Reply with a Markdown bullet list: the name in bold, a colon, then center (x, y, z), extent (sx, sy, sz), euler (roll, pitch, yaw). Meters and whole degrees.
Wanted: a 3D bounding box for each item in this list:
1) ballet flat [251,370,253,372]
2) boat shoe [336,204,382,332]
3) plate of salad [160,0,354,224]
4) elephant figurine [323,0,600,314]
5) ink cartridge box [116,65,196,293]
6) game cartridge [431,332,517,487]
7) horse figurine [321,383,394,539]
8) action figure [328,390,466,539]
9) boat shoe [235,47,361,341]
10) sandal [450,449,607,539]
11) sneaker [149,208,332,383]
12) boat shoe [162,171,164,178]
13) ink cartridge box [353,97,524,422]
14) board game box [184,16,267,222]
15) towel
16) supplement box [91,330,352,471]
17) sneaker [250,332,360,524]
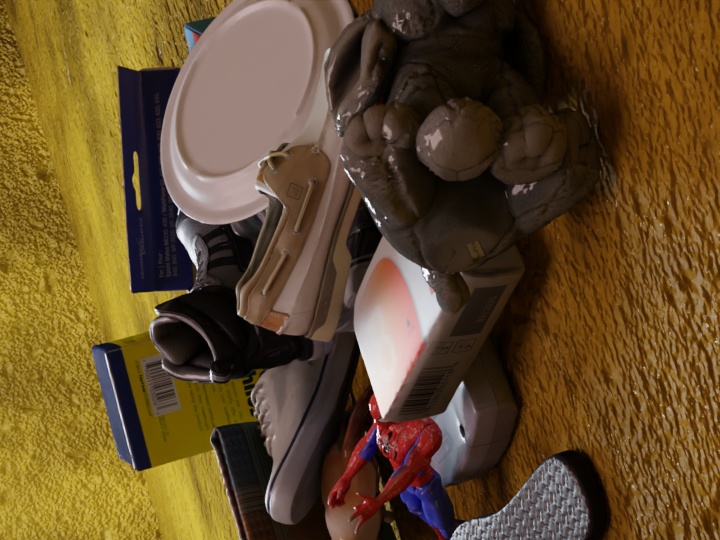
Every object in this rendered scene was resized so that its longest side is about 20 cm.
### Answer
- **ballet flat**: center (-0.071, 0.004, 1.434), extent (0.200, 0.067, 0.062), euler (-49, 40, 28)
- **boat shoe**: center (0.000, 0.000, 1.324), extent (0.200, 0.072, 0.071), euler (138, 127, -69)
- **plate of salad**: center (-0.071, -0.124, 1.321), extent (0.048, 0.200, 0.200), euler (28, -157, -42)
- **elephant figurine**: center (0.046, -0.112, 0.960), extent (0.141, 0.155, 0.200), euler (29, -141, -45)
- **ink cartridge box**: center (-0.155, -0.080, 1.623), extent (0.200, 0.047, 0.198), euler (-5, -88, -76)
- **game cartridge**: center (0.056, 0.077, 1.238), extent (0.200, 0.040, 0.134), euler (116, 140, -69)
- **horse figurine**: center (0.001, 0.184, 1.413), extent (0.133, 0.050, 0.201), euler (-51, -40, -72)
- **action figure**: center (0.023, 0.160, 1.202), extent (0.065, 0.099, 0.200), euler (31, 150, 41)
- **boat shoe**: center (-0.036, -0.056, 1.200), extent (0.075, 0.068, 0.201), euler (175, 105, -79)
- **sandal**: center (0.112, 0.170, 1.128), extent (0.075, 0.045, 0.200), euler (64, 148, 19)
- **sneaker**: center (-0.112, 0.013, 1.326), extent (0.200, 0.114, 0.076), euler (42, 147, 44)
- **boat shoe**: center (-0.064, -0.087, 1.377), extent (0.201, 0.060, 0.072), euler (-5, 64, 43)
- **ink cartridge box**: center (0.027, -0.032, 1.122), extent (0.162, 0.050, 0.200), euler (114, 141, -50)
- **board game box**: center (-0.084, -0.107, 1.536), extent (0.196, 0.056, 0.201), euler (-141, 38, -66)
- **towel**: center (-0.043, 0.190, 1.478), extent (0.022, 0.200, 0.147), euler (-24, 77, 30)
- **supplement box**: center (-0.124, 0.095, 1.596), extent (0.109, 0.199, 0.110), euler (179, 77, -75)
- **sneaker**: center (-0.053, 0.118, 1.431), extent (0.200, 0.071, 0.073), euler (-71, -14, -47)
